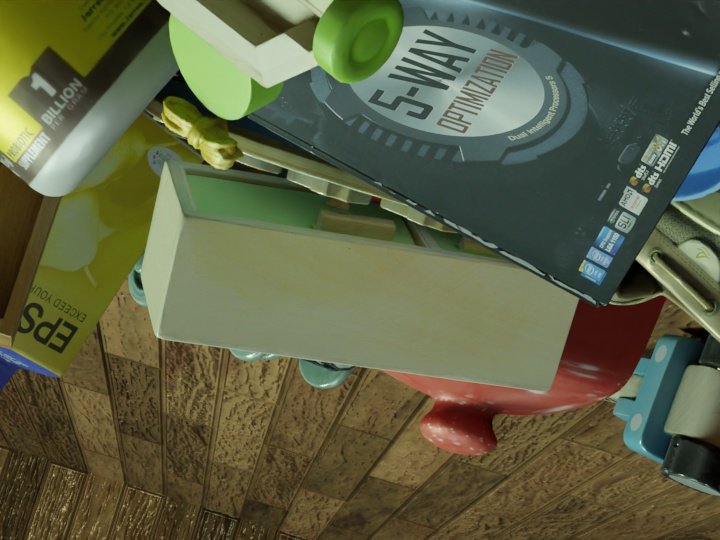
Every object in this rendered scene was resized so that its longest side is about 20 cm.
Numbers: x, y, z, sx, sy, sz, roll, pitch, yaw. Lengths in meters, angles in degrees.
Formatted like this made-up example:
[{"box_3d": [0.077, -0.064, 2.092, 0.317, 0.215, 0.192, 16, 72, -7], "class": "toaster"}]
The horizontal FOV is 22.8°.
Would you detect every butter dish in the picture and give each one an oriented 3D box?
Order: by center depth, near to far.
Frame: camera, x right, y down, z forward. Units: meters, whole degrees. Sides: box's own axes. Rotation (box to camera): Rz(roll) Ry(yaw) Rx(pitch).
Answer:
[{"box_3d": [0.072, 0.032, 1.017, 0.198, 0.149, 0.200, 24, 163, -23], "class": "butter dish"}]

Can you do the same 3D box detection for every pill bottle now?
[{"box_3d": [-0.160, -0.131, 0.706, 0.200, 0.109, 0.109, 41, 160, -8], "class": "pill bottle"}]

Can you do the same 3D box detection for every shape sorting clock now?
[{"box_3d": [-0.007, -0.049, 0.831, 0.198, 0.040, 0.200, 14, -175, -1], "class": "shape sorting clock"}]

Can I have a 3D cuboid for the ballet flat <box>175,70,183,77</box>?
[{"box_3d": [-0.072, -0.106, 0.807, 0.067, 0.046, 0.200, 46, 165, -24], "class": "ballet flat"}]

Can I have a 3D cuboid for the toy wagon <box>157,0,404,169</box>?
[{"box_3d": [-0.044, -0.124, 0.596, 0.155, 0.039, 0.201, 40, 145, 30], "class": "toy wagon"}]

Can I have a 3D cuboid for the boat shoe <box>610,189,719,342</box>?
[{"box_3d": [0.127, -0.019, 0.841, 0.200, 0.065, 0.072, 35, 178, 45], "class": "boat shoe"}]

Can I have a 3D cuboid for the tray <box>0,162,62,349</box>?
[{"box_3d": [-0.170, -0.077, 0.793, 0.098, 0.202, 0.037, 18, 165, -8], "class": "tray"}]

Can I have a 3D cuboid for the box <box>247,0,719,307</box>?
[{"box_3d": [0.055, -0.092, 0.617, 0.159, 0.044, 0.201, 29, 143, 4], "class": "box"}]

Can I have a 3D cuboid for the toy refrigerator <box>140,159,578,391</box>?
[{"box_3d": [0.000, 0.000, 0.865, 0.198, 0.071, 0.076, 9, -159, -16], "class": "toy refrigerator"}]

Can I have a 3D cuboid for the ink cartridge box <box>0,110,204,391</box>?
[{"box_3d": [-0.196, -0.023, 0.901, 0.047, 0.201, 0.197, 27, 174, 37], "class": "ink cartridge box"}]

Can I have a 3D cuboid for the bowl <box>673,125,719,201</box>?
[{"box_3d": [0.068, -0.093, 0.742, 0.199, 0.040, 0.201, 25, 168, 5], "class": "bowl"}]

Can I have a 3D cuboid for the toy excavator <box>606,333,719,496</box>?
[{"box_3d": [0.198, 0.089, 1.206, 0.193, 0.101, 0.200, 24, 171, -22], "class": "toy excavator"}]

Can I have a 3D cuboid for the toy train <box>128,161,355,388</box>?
[{"box_3d": [-0.054, -0.012, 0.992, 0.085, 0.115, 0.199, 22, 180, -40], "class": "toy train"}]
